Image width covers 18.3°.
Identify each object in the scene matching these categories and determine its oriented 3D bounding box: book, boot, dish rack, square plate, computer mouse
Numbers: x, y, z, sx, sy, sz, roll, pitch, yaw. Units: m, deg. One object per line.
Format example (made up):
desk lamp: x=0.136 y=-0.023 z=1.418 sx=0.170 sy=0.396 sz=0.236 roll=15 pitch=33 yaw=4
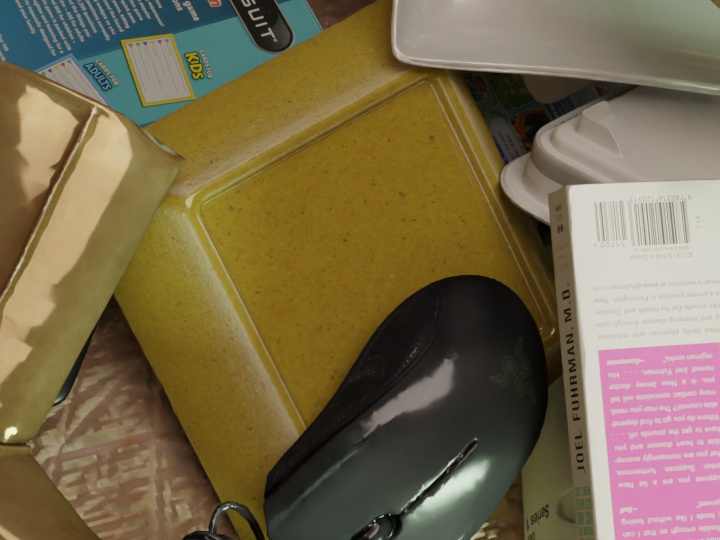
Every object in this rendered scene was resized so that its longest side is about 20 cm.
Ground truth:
book: x=0.148 y=0.064 z=0.876 sx=0.134 sy=0.048 sz=0.200 roll=-2 pitch=84 yaw=-12
boot: x=-0.120 y=0.035 z=0.893 sx=0.175 sy=0.066 sz=0.200 roll=26 pitch=77 yaw=-5
dish rack: x=0.180 y=-0.048 z=1.006 sx=0.172 sy=0.044 sz=0.200 roll=29 pitch=35 yaw=28
square plate: x=0.110 y=-0.180 z=1.009 sx=0.198 sy=0.028 sz=0.200 roll=4 pitch=83 yaw=-14
computer mouse: x=0.020 y=0.093 z=0.940 sx=0.138 sy=0.053 sz=0.200 roll=41 pitch=77 yaw=-29

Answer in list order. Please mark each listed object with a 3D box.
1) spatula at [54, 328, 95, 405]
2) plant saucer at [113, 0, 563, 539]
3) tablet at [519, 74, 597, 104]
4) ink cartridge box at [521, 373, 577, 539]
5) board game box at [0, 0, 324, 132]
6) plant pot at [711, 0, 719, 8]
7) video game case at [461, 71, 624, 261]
spatula: x=-0.112 y=-0.024 z=1.009 sx=0.057 sy=0.021 sz=0.200 roll=22 pitch=55 yaw=-7
plant saucer: x=0.000 y=0.000 z=0.986 sx=0.200 sy=0.048 sz=0.200 roll=-31 pitch=101 yaw=-24
tablet: x=0.098 y=-0.193 z=1.044 sx=0.130 sy=0.014 sz=0.200 roll=-27 pitch=101 yaw=-4
ink cartridge box: x=0.185 y=0.082 z=0.988 sx=0.200 sy=0.145 sz=0.084 roll=1 pitch=70 yaw=-15
board game box: x=-0.130 y=-0.113 z=1.016 sx=0.200 sy=0.047 sz=0.151 roll=-19 pitch=68 yaw=-25
plant pot: x=0.187 y=-0.185 z=0.961 sx=0.201 sy=0.093 sz=0.201 roll=3 pitch=84 yaw=-24
video game case: x=0.085 y=-0.078 z=1.094 sx=0.200 sy=0.018 sz=0.143 roll=-22 pitch=77 yaw=-22
